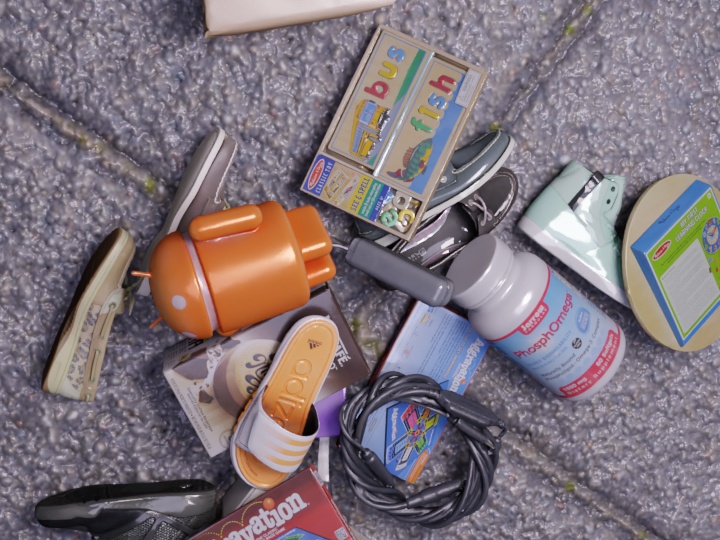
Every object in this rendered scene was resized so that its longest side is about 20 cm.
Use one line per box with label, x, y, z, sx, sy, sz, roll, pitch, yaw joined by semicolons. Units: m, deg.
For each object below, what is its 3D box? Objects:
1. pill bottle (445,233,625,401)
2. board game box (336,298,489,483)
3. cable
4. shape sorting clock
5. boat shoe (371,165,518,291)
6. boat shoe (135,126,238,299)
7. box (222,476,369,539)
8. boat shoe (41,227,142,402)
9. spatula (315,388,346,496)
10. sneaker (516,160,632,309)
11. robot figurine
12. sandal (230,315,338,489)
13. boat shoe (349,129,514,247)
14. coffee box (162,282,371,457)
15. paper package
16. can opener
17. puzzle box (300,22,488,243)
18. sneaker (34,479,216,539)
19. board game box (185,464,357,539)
pill bottle;0.191;0.050;1.276;0.200;0.109;0.109;37;94;-22
board game box;0.064;0.136;1.325;0.102;0.019;0.201;27;97;-12
cable;0.059;0.203;1.303;0.199;0.051;0.164;23;103;-15
shape sorting clock;0.367;-0.009;1.309;0.199;0.039;0.202;-2;93;-36
boat shoe;0.099;-0.042;1.281;0.200;0.057;0.067;-37;105;0
boat shoe;-0.174;-0.055;1.232;0.059;0.072;0.201;23;101;-19
box;-0.062;0.307;1.320;0.200;0.082;0.068;39;96;-13
boat shoe;-0.280;0.048;1.241;0.062;0.073;0.201;22;108;-18
spatula;-0.041;0.222;1.290;0.056;0.021;0.201;-4;68;7
sneaker;0.288;-0.039;1.301;0.200;0.074;0.119;35;97;-13
robot figurine;-0.127;0.001;1.169;0.199;0.144;0.117;-18;88;-10
sandal;-0.077;0.147;1.209;0.079;0.059;0.208;16;107;-20
boat shoe;0.076;-0.100;1.259;0.199;0.073;0.062;-34;108;5
coffee box;-0.103;0.101;1.268;0.199;0.080;0.114;-28;106;-2
paper package;-0.076;-0.345;1.168;0.198;0.103;0.192;-10;103;-6
can opener;0.000;0.000;1.235;0.199;0.053;0.067;27;97;18
puzzle box;0.036;-0.147;1.230;0.132;0.025;0.201;25;89;9
sneaker;-0.261;0.296;1.288;0.198;0.076;0.115;1;95;-14
board game box;-0.110;0.303;1.241;0.199;0.019;0.103;-32;86;8
